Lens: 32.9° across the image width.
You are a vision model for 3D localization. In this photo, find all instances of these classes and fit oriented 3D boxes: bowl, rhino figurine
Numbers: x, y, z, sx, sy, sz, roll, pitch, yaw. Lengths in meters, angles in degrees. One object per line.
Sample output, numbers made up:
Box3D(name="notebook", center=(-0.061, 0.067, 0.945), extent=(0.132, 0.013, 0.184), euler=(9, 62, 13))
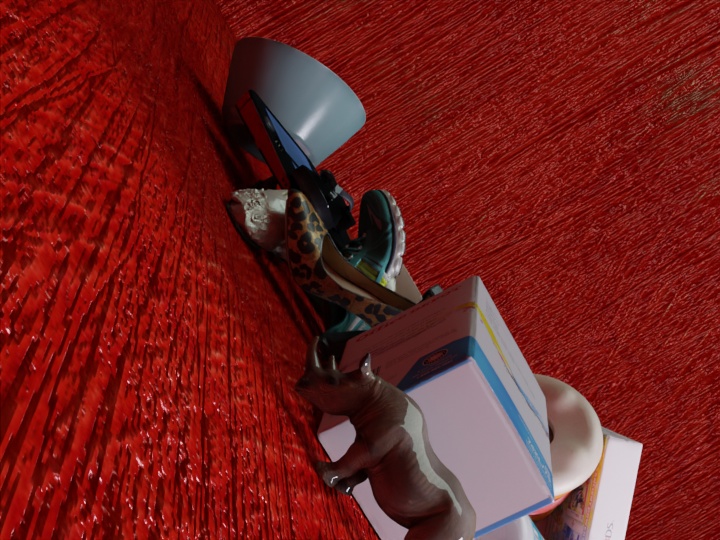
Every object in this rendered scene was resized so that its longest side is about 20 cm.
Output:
Box3D(name="bowl", center=(-0.104, -0.204, 1.609), extent=(0.200, 0.106, 0.201), euler=(28, -15, 8))
Box3D(name="rhino figurine", center=(0.014, 0.137, 0.911), extent=(0.201, 0.087, 0.060), euler=(61, 3, 8))

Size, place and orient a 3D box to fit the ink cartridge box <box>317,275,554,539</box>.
Box3D(name="ink cartridge box", center=(0.070, 0.125, 1.062), extent=(0.147, 0.146, 0.200), euler=(59, 16, -13))

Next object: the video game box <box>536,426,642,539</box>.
Box3D(name="video game box", center=(0.231, 0.263, 1.304), extent=(0.182, 0.046, 0.202), euler=(-166, -93, -83))

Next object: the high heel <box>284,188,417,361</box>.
Box3D(name="high heel", center=(0.006, -0.001, 1.232), extent=(0.072, 0.141, 0.201), euler=(-62, 140, -58))

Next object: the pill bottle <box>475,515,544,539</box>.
Box3D(name="pill bottle", center=(0.134, 0.293, 1.218), extent=(0.111, 0.110, 0.200), euler=(62, 3, 35))

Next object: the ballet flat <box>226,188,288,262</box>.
Box3D(name="ballet flat", center=(-0.088, -0.056, 1.286), extent=(0.072, 0.071, 0.200), euler=(60, 4, 10))

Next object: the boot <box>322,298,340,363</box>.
Box3D(name="boot", center=(0.007, 0.088, 1.463), extent=(0.155, 0.073, 0.201), euler=(-96, 166, -83))

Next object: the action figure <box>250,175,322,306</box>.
Box3D(name="action figure", center=(-0.064, -0.023, 1.484), extent=(0.201, 0.054, 0.118), euler=(61, 6, -11))

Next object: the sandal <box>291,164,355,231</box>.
Box3D(name="sandal", center=(-0.033, -0.086, 1.371), extent=(0.076, 0.043, 0.200), euler=(60, 7, 3))

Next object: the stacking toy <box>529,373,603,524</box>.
Box3D(name="stacking toy", center=(0.172, 0.220, 1.282), extent=(0.201, 0.145, 0.147), euler=(88, -20, -47))

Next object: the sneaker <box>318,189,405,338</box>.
Box3D(name="sneaker", center=(0.000, 0.000, 1.343), extent=(0.077, 0.079, 0.202), euler=(146, -44, -63))

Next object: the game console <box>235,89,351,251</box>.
Box3D(name="game console", center=(-0.072, -0.111, 1.456), extent=(0.177, 0.031, 0.200), euler=(59, 6, 35))

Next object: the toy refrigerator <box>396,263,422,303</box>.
Box3D(name="toy refrigerator", center=(0.001, 0.019, 1.573), extent=(0.076, 0.070, 0.200), euler=(59, -15, -12))

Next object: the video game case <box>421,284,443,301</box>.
Box3D(name="video game case", center=(0.109, 0.146, 1.597), extent=(0.025, 0.181, 0.200), euler=(-26, 74, -45))
